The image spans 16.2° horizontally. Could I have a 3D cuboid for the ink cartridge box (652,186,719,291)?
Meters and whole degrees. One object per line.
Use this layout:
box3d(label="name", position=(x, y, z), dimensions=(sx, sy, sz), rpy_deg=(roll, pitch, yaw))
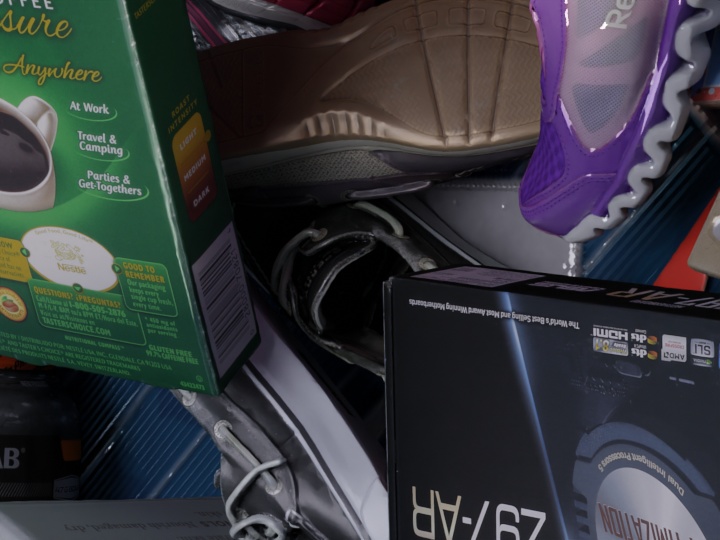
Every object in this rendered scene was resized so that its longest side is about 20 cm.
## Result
box3d(label="ink cartridge box", position=(0.165, 0.031, 0.902), dimensions=(0.174, 0.044, 0.200), rpy_deg=(49, 118, 33))

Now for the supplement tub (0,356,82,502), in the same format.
box3d(label="supplement tub", position=(-0.193, 0.124, 1.177), dimensions=(0.122, 0.122, 0.200), rpy_deg=(0, 87, 43))

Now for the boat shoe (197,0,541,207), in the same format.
box3d(label="boat shoe", position=(0.012, -0.064, 1.025), dimensions=(0.200, 0.065, 0.072), rpy_deg=(-9, 65, 17))

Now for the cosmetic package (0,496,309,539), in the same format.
box3d(label="cosmetic package", position=(-0.059, 0.209, 1.014), dimensions=(0.200, 0.166, 0.167), rpy_deg=(35, 110, 40))

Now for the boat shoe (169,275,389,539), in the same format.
box3d(label="boat shoe", position=(-0.030, 0.081, 1.033), dimensions=(0.068, 0.074, 0.199), rpy_deg=(-39, 75, 4))

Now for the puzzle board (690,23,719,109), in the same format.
box3d(label="puzzle board", position=(0.208, -0.132, 0.862), dimensions=(0.200, 0.017, 0.151), rpy_deg=(-1, 70, 43))

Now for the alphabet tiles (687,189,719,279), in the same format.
box3d(label="alphabet tiles", position=(0.211, -0.072, 0.846), dimensions=(0.167, 0.008, 0.200), rpy_deg=(20, 84, 47))

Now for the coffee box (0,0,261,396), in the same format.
box3d(label="coffee box", position=(-0.113, -0.049, 0.976), dimensions=(0.123, 0.044, 0.200), rpy_deg=(8, 128, 29))

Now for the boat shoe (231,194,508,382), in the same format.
box3d(label="boat shoe", position=(0.000, 0.000, 1.044), dimensions=(0.200, 0.064, 0.071), rpy_deg=(28, 107, 41))

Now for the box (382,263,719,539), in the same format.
box3d(label="box", position=(0.095, 0.086, 0.891), dimensions=(0.200, 0.044, 0.160), rpy_deg=(8, 103, 44))

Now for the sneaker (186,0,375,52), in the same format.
box3d(label="sneaker", position=(-0.083, -0.117, 1.122), dimensions=(0.200, 0.081, 0.075), rpy_deg=(25, 106, 41))

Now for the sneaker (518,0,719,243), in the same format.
box3d(label="sneaker", position=(0.086, -0.103, 0.900), dimensions=(0.081, 0.088, 0.200), rpy_deg=(-90, 17, -56))
